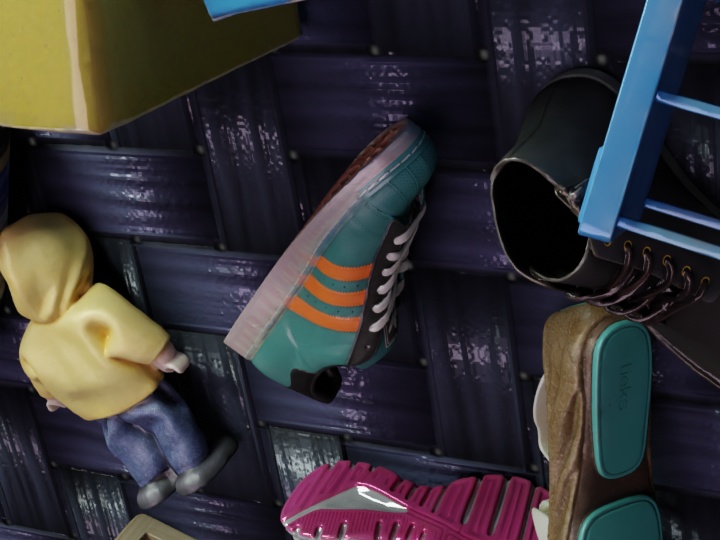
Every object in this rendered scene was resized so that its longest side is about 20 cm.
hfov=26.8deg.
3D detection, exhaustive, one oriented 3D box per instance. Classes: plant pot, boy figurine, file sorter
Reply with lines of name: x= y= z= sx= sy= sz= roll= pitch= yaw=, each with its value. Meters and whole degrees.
plant pot: x=-0.156 y=-0.195 z=0.716 sx=0.193 sy=0.194 sz=0.202 roll=10 pitch=115 yaw=24
boy figurine: x=-0.166 y=0.056 z=0.951 sx=0.124 sy=0.064 sz=0.201 roll=-25 pitch=104 yaw=38
file sorter: x=0.175 y=-0.099 z=0.574 sx=0.121 sy=0.139 sz=0.202 roll=17 pitch=100 yaw=12

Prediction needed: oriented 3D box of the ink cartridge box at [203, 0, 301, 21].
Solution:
ink cartridge box: x=0.024 y=-0.213 z=0.624 sx=0.198 sy=0.145 sz=0.149 roll=-5 pitch=117 yaw=31

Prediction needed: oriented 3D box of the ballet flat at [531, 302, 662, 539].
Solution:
ballet flat: x=0.121 y=0.112 z=0.811 sx=0.072 sy=0.067 sz=0.203 roll=18 pitch=116 yaw=59

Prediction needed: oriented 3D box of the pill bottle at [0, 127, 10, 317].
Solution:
pill bottle: x=-0.276 y=-0.014 z=0.938 sx=0.111 sy=0.112 sz=0.202 roll=23 pitch=127 yaw=15

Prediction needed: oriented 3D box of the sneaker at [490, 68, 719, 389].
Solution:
sneaker: x=0.136 y=0.007 z=0.723 sx=0.200 sy=0.106 sz=0.075 roll=48 pitch=130 yaw=-5

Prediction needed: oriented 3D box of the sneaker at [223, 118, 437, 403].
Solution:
sneaker: x=0.000 y=0.000 z=0.825 sx=0.080 sy=0.072 sz=0.200 roll=37 pitch=135 yaw=-2

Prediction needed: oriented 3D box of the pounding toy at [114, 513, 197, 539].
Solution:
pounding toy: x=-0.151 y=0.296 z=1.003 sx=0.182 sy=0.200 sz=0.143 roll=23 pitch=128 yaw=15

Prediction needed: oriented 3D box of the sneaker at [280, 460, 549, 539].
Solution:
sneaker: x=0.052 y=0.175 z=0.900 sx=0.198 sy=0.082 sz=0.089 roll=8 pitch=130 yaw=29
